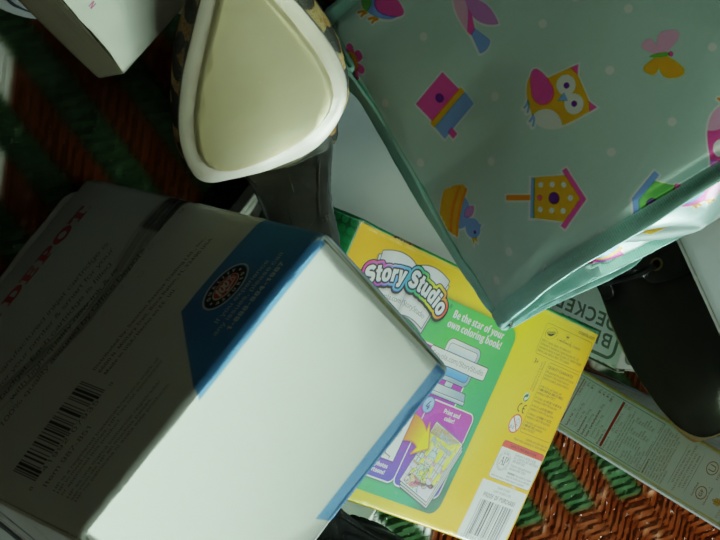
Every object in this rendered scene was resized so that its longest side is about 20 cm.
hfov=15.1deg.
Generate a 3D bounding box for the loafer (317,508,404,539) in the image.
[{"bbox_3d":[-0.016,0.140,1.192,0.068,0.070,0.200,-48,153,10],"label":"loafer"}]

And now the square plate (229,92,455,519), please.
[{"bbox_3d":[0.000,0.000,1.277,0.198,0.028,0.200,-55,138,-13],"label":"square plate"}]

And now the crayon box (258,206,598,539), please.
[{"bbox_3d":[0.015,0.048,1.250,0.200,0.058,0.119,25,90,-49],"label":"crayon box"}]

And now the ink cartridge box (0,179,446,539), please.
[{"bbox_3d":[-0.083,0.052,1.071,0.084,0.200,0.145,46,74,-28],"label":"ink cartridge box"}]

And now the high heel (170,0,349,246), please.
[{"bbox_3d":[-0.046,-0.093,1.102,0.071,0.143,0.200,-14,138,0],"label":"high heel"}]

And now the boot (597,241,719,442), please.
[{"bbox_3d":[0.114,-0.011,1.294,0.138,0.077,0.200,-3,70,-57],"label":"boot"}]

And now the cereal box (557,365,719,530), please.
[{"bbox_3d":[0.190,0.111,1.399,0.144,0.200,0.040,25,94,-49],"label":"cereal box"}]

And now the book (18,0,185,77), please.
[{"bbox_3d":[-0.078,-0.191,1.054,0.134,0.048,0.200,47,68,-21],"label":"book"}]

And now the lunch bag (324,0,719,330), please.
[{"bbox_3d":[0.101,-0.089,1.168,0.200,0.171,0.122,-31,171,7],"label":"lunch bag"}]

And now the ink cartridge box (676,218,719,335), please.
[{"bbox_3d":[0.209,-0.052,1.243,0.200,0.147,0.086,67,12,5],"label":"ink cartridge box"}]

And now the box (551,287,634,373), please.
[{"bbox_3d":[0.173,-0.046,1.413,0.117,0.060,0.200,6,104,-48],"label":"box"}]

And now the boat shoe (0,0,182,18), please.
[{"bbox_3d":[-0.064,-0.143,1.110,0.200,0.067,0.074,-22,123,-39],"label":"boat shoe"}]
